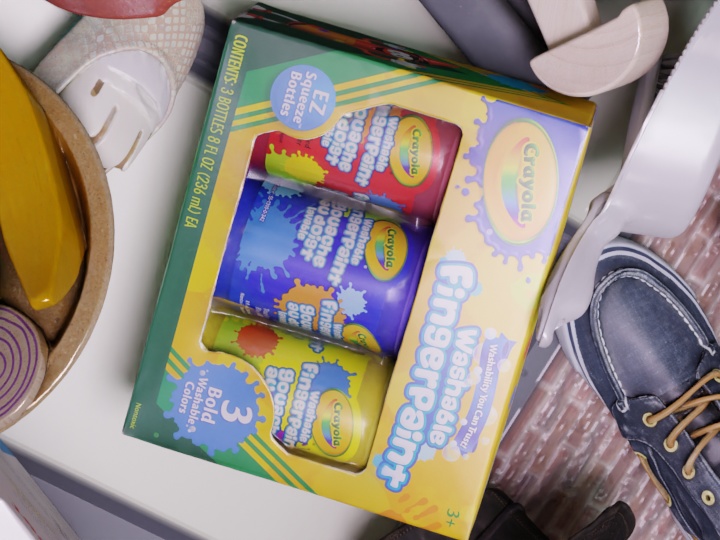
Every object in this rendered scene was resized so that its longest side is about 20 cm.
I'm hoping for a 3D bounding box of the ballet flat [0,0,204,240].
[{"bbox_3d":[-0.133,-0.048,1.193,0.200,0.062,0.067,-46,133,3],"label":"ballet flat"}]

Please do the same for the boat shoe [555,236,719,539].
[{"bbox_3d":[0.167,0.074,1.313,0.071,0.091,0.200,-34,114,-4],"label":"boat shoe"}]

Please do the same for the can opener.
[{"bbox_3d":[0.028,-0.133,1.234,0.067,0.053,0.200,-27,119,28],"label":"can opener"}]

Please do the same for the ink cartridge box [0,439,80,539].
[{"bbox_3d":[-0.186,0.150,1.169,0.125,0.200,0.129,-36,114,-3],"label":"ink cartridge box"}]

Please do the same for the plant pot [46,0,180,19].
[{"bbox_3d":[-0.099,-0.221,1.075,0.201,0.201,0.195,-26,132,-8],"label":"plant pot"}]

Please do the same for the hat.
[{"bbox_3d":[0.038,0.161,1.298,0.201,0.201,0.081,-45,74,1],"label":"hat"}]

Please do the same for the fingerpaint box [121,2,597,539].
[{"bbox_3d":[0.000,0.000,1.214,0.167,0.073,0.200,17,103,4],"label":"fingerpaint box"}]

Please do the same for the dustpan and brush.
[{"bbox_3d":[0.126,-0.043,1.205,0.057,0.140,0.200,18,60,-1],"label":"dustpan and brush"}]

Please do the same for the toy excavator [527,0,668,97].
[{"bbox_3d":[0.094,-0.205,1.178,0.194,0.100,0.200,43,118,14],"label":"toy excavator"}]

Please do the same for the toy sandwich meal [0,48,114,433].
[{"bbox_3d":[-0.200,-0.020,1.134,0.205,0.070,0.205,-3,78,12],"label":"toy sandwich meal"}]
